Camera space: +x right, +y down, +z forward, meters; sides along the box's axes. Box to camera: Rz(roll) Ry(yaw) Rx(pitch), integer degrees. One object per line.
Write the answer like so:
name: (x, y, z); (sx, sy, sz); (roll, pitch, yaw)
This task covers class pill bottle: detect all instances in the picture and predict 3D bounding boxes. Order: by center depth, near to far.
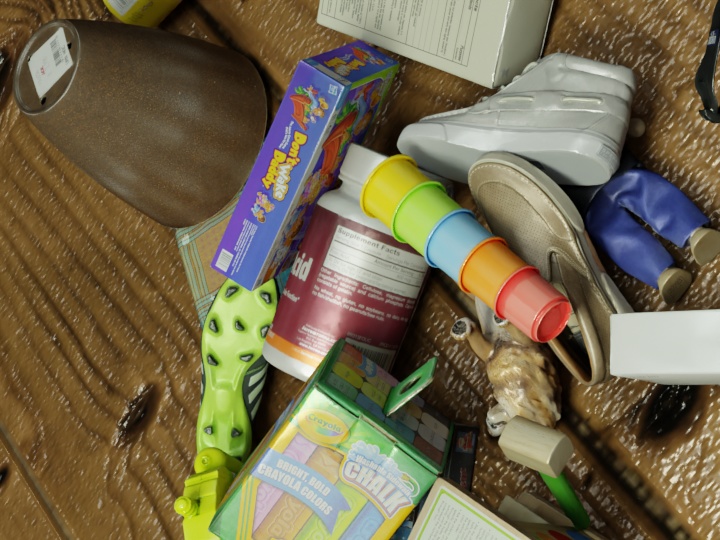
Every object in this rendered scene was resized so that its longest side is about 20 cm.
pill bottle: (0.000, 0.000, 1.310); (0.114, 0.114, 0.201); (25, 95, 37)

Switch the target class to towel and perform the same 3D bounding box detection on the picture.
towel: (-0.110, -0.009, 1.452); (0.146, 0.022, 0.201); (-33, 63, 26)

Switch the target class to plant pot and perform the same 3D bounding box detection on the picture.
plant pot: (-0.223, -0.159, 1.441); (0.186, 0.199, 0.188); (-15, 65, 35)

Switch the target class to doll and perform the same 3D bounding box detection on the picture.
doll: (0.193, -0.058, 1.220); (0.137, 0.048, 0.200); (-51, 56, 11)

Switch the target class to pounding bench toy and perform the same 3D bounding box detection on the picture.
pounding bench toy: (0.133, 0.213, 1.143); (0.124, 0.156, 0.201); (30, 98, 37)

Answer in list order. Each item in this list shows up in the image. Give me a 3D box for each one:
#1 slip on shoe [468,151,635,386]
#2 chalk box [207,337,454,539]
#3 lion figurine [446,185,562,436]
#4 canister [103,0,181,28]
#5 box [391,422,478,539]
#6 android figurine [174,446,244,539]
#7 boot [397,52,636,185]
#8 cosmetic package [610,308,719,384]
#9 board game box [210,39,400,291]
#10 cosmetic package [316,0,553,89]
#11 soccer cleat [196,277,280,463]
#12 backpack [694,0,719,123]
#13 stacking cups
slip on shoe: (0.143, 0.000, 1.185); (0.201, 0.060, 0.076); (57, 143, -3)
chalk box: (-0.009, 0.145, 1.207); (0.123, 0.124, 0.201); (35, 105, -1)
lion figurine: (0.112, 0.035, 1.242); (0.072, 0.122, 0.201); (-23, 52, 21)
canister: (-0.188, -0.359, 1.541); (0.200, 0.086, 0.149); (-39, 60, 25)
box: (0.021, 0.222, 1.298); (0.136, 0.038, 0.202); (6, 84, 37)
android figurine: (-0.104, 0.239, 1.285); (0.041, 0.200, 0.183); (-18, 67, 13)
boot: (0.129, -0.125, 1.229); (0.199, 0.074, 0.096); (7, 65, 34)
cosmetic package: (0.289, 0.056, 1.107); (0.199, 0.082, 0.051); (-4, 78, 36)
board game box: (-0.046, -0.092, 1.306); (0.045, 0.134, 0.201); (31, 114, 11)
cosmetic package: (0.064, -0.236, 1.314); (0.199, 0.071, 0.106); (27, 116, 32)
soccer cleat: (-0.113, 0.086, 1.381); (0.067, 0.081, 0.202); (11, 103, -1)
backpack: (0.329, -0.201, 1.070); (0.153, 0.200, 0.192); (7, 76, 6)
stacking cups: (0.083, -0.013, 1.175); (0.200, 0.060, 0.061); (43, 106, 33)
